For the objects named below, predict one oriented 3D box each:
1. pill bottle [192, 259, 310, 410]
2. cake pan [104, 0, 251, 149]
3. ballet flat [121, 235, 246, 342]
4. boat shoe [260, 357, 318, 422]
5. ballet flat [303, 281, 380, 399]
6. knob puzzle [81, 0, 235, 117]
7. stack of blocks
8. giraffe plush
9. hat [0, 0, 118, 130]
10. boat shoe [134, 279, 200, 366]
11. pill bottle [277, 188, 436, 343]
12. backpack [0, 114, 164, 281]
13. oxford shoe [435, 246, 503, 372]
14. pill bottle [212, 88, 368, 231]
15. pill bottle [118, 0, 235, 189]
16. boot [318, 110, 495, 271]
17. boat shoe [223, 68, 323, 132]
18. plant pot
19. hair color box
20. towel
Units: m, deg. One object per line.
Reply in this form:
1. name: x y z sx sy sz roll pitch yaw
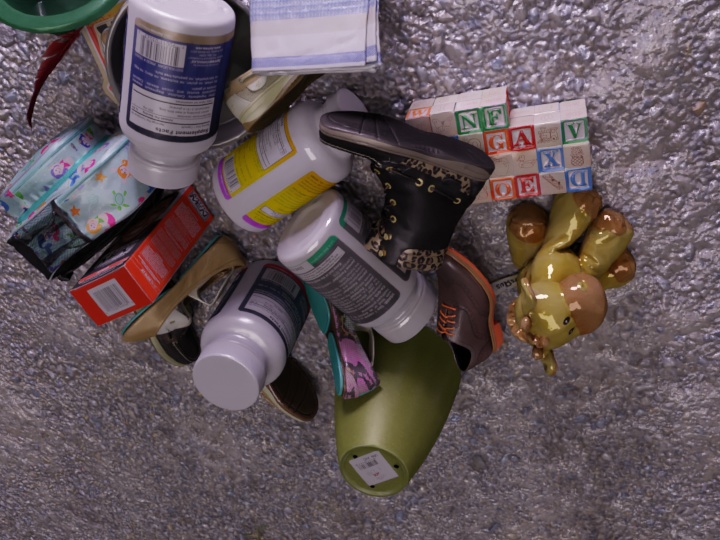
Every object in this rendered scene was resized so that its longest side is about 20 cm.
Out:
1. pill bottle: -0.147 0.086 0.991 0.118 0.201 0.121 7 124 11
2. cake pan: -0.196 -0.241 0.867 0.197 0.037 0.203 -2 125 -3
3. ballet flat: -0.237 0.038 1.004 0.063 0.069 0.200 43 81 1
4. boat shoe: -0.148 0.157 1.127 0.200 0.072 0.076 49 136 -9
5. ballet flat: -0.021 0.077 0.995 0.070 0.202 0.069 -8 149 -20
6. knob puzzle: -0.242 -0.246 0.909 0.216 0.031 0.222 7 123 10
7. stack of blocks: 0.160 -0.145 0.847 0.197 0.059 0.117 -5 120 18
8. giraffe plush: 0.231 0.021 0.870 0.172 0.163 0.200 39 123 -12
9. hat: -0.347 -0.306 0.891 0.197 0.168 0.176 -12 162 -3
10. boat shoe: -0.278 0.068 1.081 0.065 0.072 0.202 -8 131 16
11. pill bottle: 0.000 0.000 0.936 0.113 0.114 0.200 -33 121 30
12. backpack: -0.342 -0.106 0.938 0.198 0.178 0.151 -27 114 19
13. oxford shoe: 0.129 0.054 0.943 0.071 0.072 0.201 26 151 47
14. pill bottle: -0.079 -0.135 0.891 0.199 0.105 0.105 -28 111 28
15. pill bottle: -0.206 -0.196 0.807 0.110 0.112 0.202 20 124 2
16. boot: 0.035 -0.086 0.824 0.197 0.074 0.152 12 123 -13
17. boat shoe: -0.070 -0.242 0.823 0.200 0.073 0.063 -41 87 14
18. plant pot: 0.036 0.202 1.016 0.184 0.201 0.189 7 124 11
19. hair color box: -0.277 -0.024 0.955 0.100 0.201 0.062 -21 116 25
20. towel: -0.047 -0.305 0.768 0.145 0.024 0.204 0 90 15
